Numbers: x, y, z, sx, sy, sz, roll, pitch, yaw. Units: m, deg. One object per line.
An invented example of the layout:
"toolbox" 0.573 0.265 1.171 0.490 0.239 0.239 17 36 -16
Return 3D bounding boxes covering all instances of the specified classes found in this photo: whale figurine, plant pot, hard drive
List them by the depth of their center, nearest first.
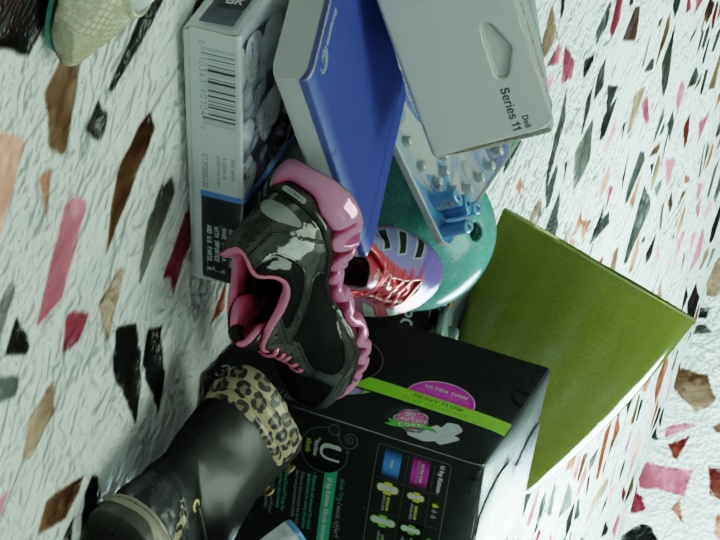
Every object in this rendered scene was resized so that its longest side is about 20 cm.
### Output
"hard drive" -0.010 -0.115 1.503 0.200 0.025 0.132 71 28 -58
"whale figurine" 0.046 -0.069 1.776 0.159 0.104 0.200 -2 98 -49
"plant pot" 0.152 0.079 2.081 0.200 0.187 0.187 -60 165 4

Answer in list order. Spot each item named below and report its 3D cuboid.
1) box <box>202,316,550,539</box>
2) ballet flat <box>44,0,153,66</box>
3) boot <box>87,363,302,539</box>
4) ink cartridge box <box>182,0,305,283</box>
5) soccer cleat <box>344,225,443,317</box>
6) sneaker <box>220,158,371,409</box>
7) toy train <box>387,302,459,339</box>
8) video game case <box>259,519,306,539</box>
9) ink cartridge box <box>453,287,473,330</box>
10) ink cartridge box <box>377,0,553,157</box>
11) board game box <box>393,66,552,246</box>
"box" 0.006 0.120 1.669 0.149 0.200 0.125 -49 151 -58
"ballet flat" -0.098 -0.192 1.247 0.067 0.062 0.200 57 51 -69
"boot" -0.098 0.166 1.563 0.151 0.073 0.200 -52 148 -31
"ink cartridge box" -0.050 -0.125 1.524 0.200 0.043 0.198 -61 159 -43
"soccer cleat" 0.000 0.000 1.643 0.200 0.076 0.067 17 97 -51
"sneaker" -0.049 0.026 1.504 0.095 0.079 0.200 -47 150 -31
"toy train" 0.041 0.028 1.938 0.114 0.085 0.200 -75 169 -57
"video game case" -0.093 0.259 1.523 0.200 0.018 0.143 -36 131 -9
"ink cartridge box" 0.071 0.081 2.153 0.200 0.043 0.174 -46 148 -59
"ink cartridge box" 0.060 -0.190 1.562 0.200 0.083 0.147 -94 166 -51
"board game box" 0.061 -0.150 1.728 0.200 0.026 0.200 63 34 -21
